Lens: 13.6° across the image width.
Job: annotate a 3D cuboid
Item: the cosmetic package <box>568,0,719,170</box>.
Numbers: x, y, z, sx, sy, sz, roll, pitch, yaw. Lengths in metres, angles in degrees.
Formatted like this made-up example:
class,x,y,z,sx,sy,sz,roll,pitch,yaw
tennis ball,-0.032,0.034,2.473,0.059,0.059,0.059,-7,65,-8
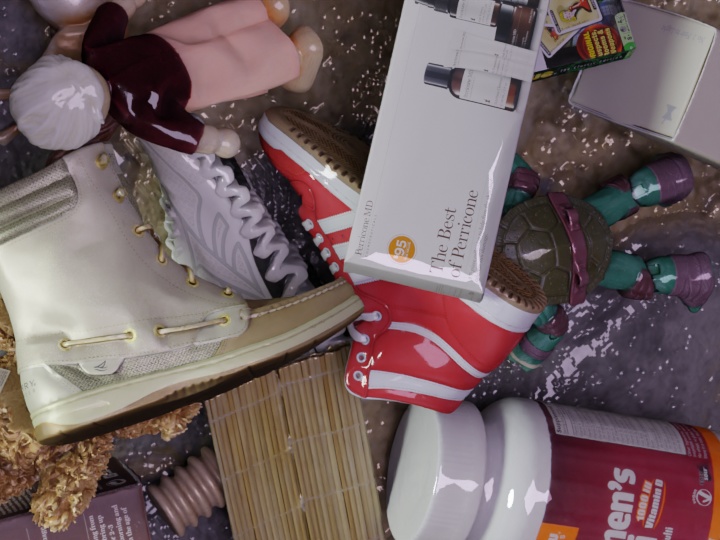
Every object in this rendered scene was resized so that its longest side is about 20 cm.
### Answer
class,x,y,z,sx,sy,sz,roll,pitch,yaw
cosmetic package,0.235,-0.091,1.799,0.200,0.103,0.073,21,93,-39

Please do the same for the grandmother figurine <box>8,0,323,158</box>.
class,x,y,z,sx,sy,sz,roll,pitch,yaw
grandmother figurine,-0.111,-0.108,1.689,0.200,0.121,0.061,-18,145,-42

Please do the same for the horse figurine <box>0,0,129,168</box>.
class,x,y,z,sx,sy,sz,roll,pitch,yaw
horse figurine,-0.185,-0.150,1.720,0.132,0.050,0.200,-27,105,-6

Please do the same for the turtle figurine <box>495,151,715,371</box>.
class,x,y,z,sx,sy,sz,roll,pitch,yaw
turtle figurine,0.111,-0.010,1.812,0.199,0.101,0.150,-9,102,-21

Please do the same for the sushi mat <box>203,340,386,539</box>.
class,x,y,z,sx,sy,sz,roll,pitch,yaw
sushi mat,-0.034,0.140,1.804,0.095,0.012,0.201,-18,121,-14

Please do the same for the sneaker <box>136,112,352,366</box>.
class,x,y,z,sx,sy,sz,roll,pitch,yaw
sneaker,-0.084,-0.014,1.762,0.081,0.075,0.200,-33,111,3

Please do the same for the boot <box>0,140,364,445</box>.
class,x,y,z,sx,sy,sz,roll,pitch,yaw
boot,-0.110,-0.003,1.685,0.199,0.072,0.155,-19,82,-13

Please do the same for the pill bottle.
class,x,y,z,sx,sy,sz,roll,pitch,yaw
pill bottle,0.123,0.136,1.830,0.199,0.110,0.110,10,96,-18

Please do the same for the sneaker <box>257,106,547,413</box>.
class,x,y,z,sx,sy,sz,roll,pitch,yaw
sneaker,0.000,0.000,1.749,0.200,0.071,0.113,39,114,11

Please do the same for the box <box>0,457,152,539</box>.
class,x,y,z,sx,sy,sz,roll,pitch,yaw
box,-0.219,0.187,1.755,0.199,0.075,0.100,-14,103,-16

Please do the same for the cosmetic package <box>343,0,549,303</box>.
class,x,y,z,sx,sy,sz,roll,pitch,yaw
cosmetic package,0.051,-0.090,1.680,0.082,0.051,0.201,12,84,3

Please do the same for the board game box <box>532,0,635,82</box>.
class,x,y,z,sx,sy,sz,roll,pitch,yaw
board game box,0.082,-0.207,1.743,0.104,0.023,0.201,-15,81,-10

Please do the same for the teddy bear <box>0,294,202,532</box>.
class,x,y,z,sx,sy,sz,roll,pitch,yaw
teddy bear,-0.192,0.083,1.724,0.145,0.067,0.200,38,59,19

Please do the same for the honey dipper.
class,x,y,z,sx,sy,sz,roll,pitch,yaw
honey dipper,-0.038,0.088,1.811,0.200,0.038,0.038,-35,107,-10
